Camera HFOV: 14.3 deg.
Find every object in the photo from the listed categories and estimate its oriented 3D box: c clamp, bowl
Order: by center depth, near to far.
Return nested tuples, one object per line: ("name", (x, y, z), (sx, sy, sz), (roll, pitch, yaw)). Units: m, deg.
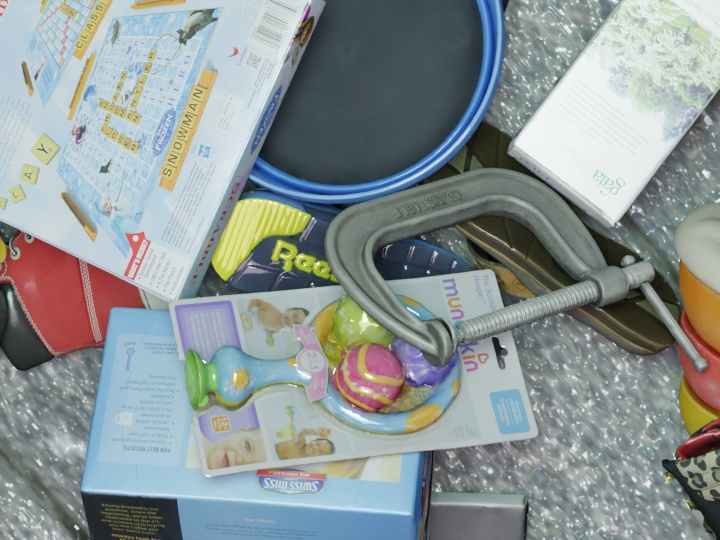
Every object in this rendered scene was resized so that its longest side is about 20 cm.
("c clamp", (0.084, 0.006, 1.667), (0.200, 0.027, 0.171), (-12, 56, -30))
("bowl", (-0.011, -0.136, 1.731), (0.200, 0.039, 0.201), (-2, 79, 10))

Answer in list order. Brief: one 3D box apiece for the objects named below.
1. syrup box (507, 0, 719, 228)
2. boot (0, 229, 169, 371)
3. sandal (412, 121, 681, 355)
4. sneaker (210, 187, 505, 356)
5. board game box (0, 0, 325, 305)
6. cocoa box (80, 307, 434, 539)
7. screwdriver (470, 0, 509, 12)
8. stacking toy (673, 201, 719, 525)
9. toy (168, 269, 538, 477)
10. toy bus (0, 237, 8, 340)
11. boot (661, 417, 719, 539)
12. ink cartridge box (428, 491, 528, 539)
("syrup box", (0.177, -0.127, 1.711), (0.079, 0.081, 0.200), (37, 93, 0))
("boot", (-0.196, -0.042, 1.774), (0.144, 0.072, 0.200), (-13, 97, 11))
("sandal", (0.107, -0.014, 1.755), (0.200, 0.082, 0.055), (38, 138, -2))
("sneaker", (0.000, 0.000, 1.760), (0.200, 0.082, 0.074), (25, 97, -14))
("board game box", (-0.151, -0.110, 1.701), (0.199, 0.041, 0.200), (26, 93, 11))
("cocoa box", (-0.057, 0.114, 1.724), (0.199, 0.131, 0.134), (4, 57, 5))
("screwdriver", (0.099, -0.252, 1.743), (0.028, 0.029, 0.200), (14, 95, 3))
("stacking toy", (0.236, 0.070, 1.735), (0.146, 0.146, 0.200), (17, 114, 2))
("toy", (-0.002, 0.049, 1.652), (0.199, 0.047, 0.115), (-7, 61, -12))
("toy bus", (-0.327, 0.051, 1.717), (0.136, 0.192, 0.200), (24, 102, 30))
("boot", (0.226, 0.166, 1.717), (0.154, 0.073, 0.203), (53, 141, -7))
("ink cartridge box", (0.005, 0.186, 1.804), (0.199, 0.037, 0.095), (2, 99, 7))
